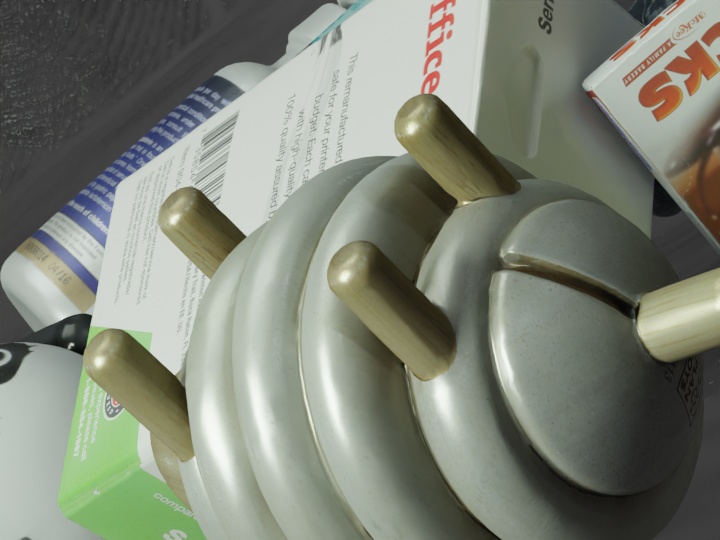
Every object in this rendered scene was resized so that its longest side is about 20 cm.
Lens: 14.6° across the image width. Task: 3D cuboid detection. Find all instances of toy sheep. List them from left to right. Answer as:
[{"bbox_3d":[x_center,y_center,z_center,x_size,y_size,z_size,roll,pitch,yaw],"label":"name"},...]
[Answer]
[{"bbox_3d":[0.019,0.029,0.718,0.199,0.138,0.138,-15,25,46],"label":"toy sheep"}]

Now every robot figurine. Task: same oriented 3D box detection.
[{"bbox_3d":[-0.153,0.099,1.085,0.124,0.151,0.200,-4,-13,-32],"label":"robot figurine"}]

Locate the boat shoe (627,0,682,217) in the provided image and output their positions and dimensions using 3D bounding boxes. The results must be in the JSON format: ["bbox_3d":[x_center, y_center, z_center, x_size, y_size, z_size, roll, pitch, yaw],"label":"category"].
[{"bbox_3d":[0.118,-0.083,1.008,0.091,0.071,0.200,-37,11,12],"label":"boat shoe"}]

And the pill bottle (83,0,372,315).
[{"bbox_3d":[-0.017,-0.022,1.148,0.200,0.111,0.111,-43,10,-8],"label":"pill bottle"}]

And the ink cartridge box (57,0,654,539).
[{"bbox_3d":[0.000,0.000,0.922,0.200,0.084,0.146,-32,37,39],"label":"ink cartridge box"}]

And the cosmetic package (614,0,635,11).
[{"bbox_3d":[0.072,-0.133,1.148,0.071,0.101,0.200,-49,-9,1],"label":"cosmetic package"}]

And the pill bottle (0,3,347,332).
[{"bbox_3d":[-0.058,-0.023,1.294,0.200,0.116,0.116,-43,10,-9],"label":"pill bottle"}]

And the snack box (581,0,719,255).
[{"bbox_3d":[0.166,-0.095,0.865,0.200,0.072,0.024,-41,8,2],"label":"snack box"}]

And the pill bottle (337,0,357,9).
[{"bbox_3d":[0.094,-0.158,1.324,0.200,0.112,0.112,-41,9,-6],"label":"pill bottle"}]
